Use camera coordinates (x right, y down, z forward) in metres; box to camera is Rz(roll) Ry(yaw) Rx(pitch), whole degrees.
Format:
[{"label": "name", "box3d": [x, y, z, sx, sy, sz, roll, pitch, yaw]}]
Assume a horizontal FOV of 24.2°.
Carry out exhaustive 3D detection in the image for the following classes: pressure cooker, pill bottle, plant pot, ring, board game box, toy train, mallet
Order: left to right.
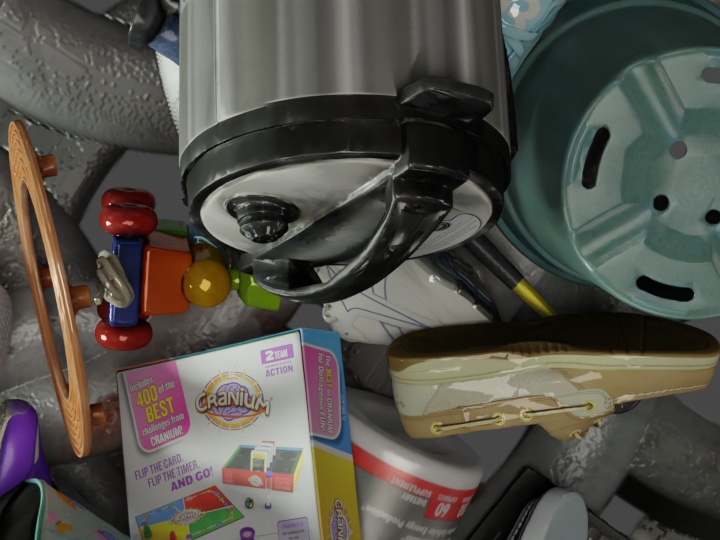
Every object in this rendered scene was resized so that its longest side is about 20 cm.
[{"label": "ring", "box3d": [-0.177, 0.010, 0.985, 0.019, 0.200, 0.201, -11, 103, -15]}, {"label": "toy train", "box3d": [-0.096, 0.005, 0.986, 0.115, 0.200, 0.085, 2, 100, -8]}, {"label": "board game box", "box3d": [-0.073, 0.147, 1.022, 0.153, 0.040, 0.201, -13, 77, 33]}, {"label": "pressure cooker", "box3d": [-0.011, -0.083, 0.871, 0.178, 0.176, 0.201, -5, 70, 9]}, {"label": "pill bottle", "box3d": [-0.013, 0.186, 1.071, 0.114, 0.114, 0.200, 24, 100, -8]}, {"label": "mallet", "box3d": [0.106, 0.013, 1.084, 0.200, 0.066, 0.041, 45, 96, 4]}, {"label": "plant pot", "box3d": [0.175, -0.066, 0.985, 0.200, 0.196, 0.201, -1, 102, -4]}]

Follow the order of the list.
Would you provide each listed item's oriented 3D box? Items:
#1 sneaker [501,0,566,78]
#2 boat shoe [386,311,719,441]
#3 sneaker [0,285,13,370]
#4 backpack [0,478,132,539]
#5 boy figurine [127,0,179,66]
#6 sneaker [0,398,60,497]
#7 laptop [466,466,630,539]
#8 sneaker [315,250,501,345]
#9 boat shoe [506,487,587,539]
[{"label": "sneaker", "box3d": [0.075, -0.149, 0.980, 0.074, 0.082, 0.200, 27, 73, -13]}, {"label": "boat shoe", "box3d": [0.117, 0.068, 1.021, 0.199, 0.074, 0.067, -2, 109, 7]}, {"label": "sneaker", "box3d": [-0.296, 0.092, 1.036, 0.115, 0.075, 0.200, 14, 78, 14]}, {"label": "backpack", "box3d": [-0.190, 0.227, 0.966, 0.153, 0.200, 0.176, 30, 108, -26]}, {"label": "boy figurine", "box3d": [-0.041, -0.128, 1.027, 0.200, 0.064, 0.125, 24, 91, -5]}, {"label": "sneaker", "box3d": [-0.200, 0.178, 1.089, 0.099, 0.070, 0.201, 2, 106, -10]}, {"label": "laptop", "box3d": [0.139, 0.265, 1.102, 0.200, 0.103, 0.177, 37, 98, -10]}, {"label": "sneaker", "box3d": [0.000, 0.000, 1.037, 0.087, 0.075, 0.200, -41, 118, 15]}, {"label": "boat shoe", "box3d": [0.074, 0.226, 1.084, 0.091, 0.071, 0.201, 15, 79, 37]}]
